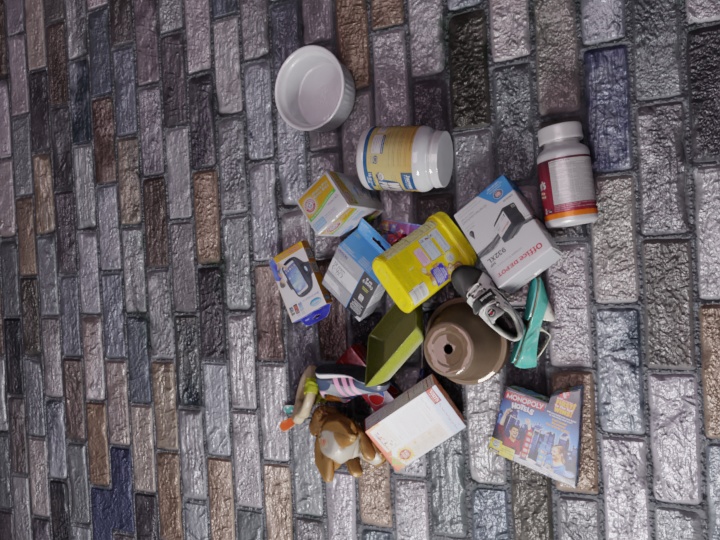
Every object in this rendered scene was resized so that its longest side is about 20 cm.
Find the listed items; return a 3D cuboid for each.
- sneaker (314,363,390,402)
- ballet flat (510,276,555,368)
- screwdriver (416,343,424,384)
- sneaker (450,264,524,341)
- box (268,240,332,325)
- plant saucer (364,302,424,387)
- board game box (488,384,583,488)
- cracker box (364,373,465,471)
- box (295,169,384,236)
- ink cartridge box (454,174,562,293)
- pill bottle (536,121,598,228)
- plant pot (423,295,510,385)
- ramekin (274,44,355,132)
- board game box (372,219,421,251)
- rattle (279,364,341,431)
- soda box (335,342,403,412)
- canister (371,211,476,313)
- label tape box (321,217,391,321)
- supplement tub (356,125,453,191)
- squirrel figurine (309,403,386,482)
[{"bbox_3d":[-0.015,0.275,1.496,0.196,0.070,0.084,5,112,30],"label":"sneaker"},{"bbox_3d":[0.384,0.117,1.372,0.069,0.067,0.205,13,98,0],"label":"ballet flat"},{"bbox_3d":[0.151,0.218,1.504,0.028,0.028,0.205,5,93,-5],"label":"screwdriver"},{"bbox_3d":[0.269,0.067,1.313,0.200,0.088,0.074,43,102,2],"label":"sneaker"},{"bbox_3d":[-0.154,0.039,1.641,0.118,0.041,0.204,-28,77,24],"label":"box"},{"bbox_3d":[0.086,0.154,1.455,0.047,0.201,0.201,30,117,-13],"label":"plant saucer"},{"bbox_3d":[0.401,0.328,1.363,0.196,0.061,0.205,19,99,25],"label":"board game box"},{"bbox_3d":[0.125,0.351,1.452,0.198,0.058,0.135,-35,106,10],"label":"cracker box"},{"bbox_3d":[-0.045,-0.154,1.492,0.112,0.199,0.102,-39,75,21],"label":"box"},{"bbox_3d":[0.316,-0.077,1.358,0.144,0.083,0.203,-38,62,21],"label":"ink cartridge box"},{"bbox_3d":[0.426,-0.196,1.308,0.107,0.109,0.205,-9,88,26],"label":"pill bottle"},{"bbox_3d":[0.218,0.159,1.387,0.196,0.174,0.206,0,91,26],"label":"plant pot"},{"bbox_3d":[-0.107,-0.444,1.571,0.196,0.097,0.206,1,93,27],"label":"ramekin"},{"bbox_3d":[0.100,-0.035,1.512,0.196,0.039,0.162,12,97,26],"label":"board game box"},{"bbox_3d":[-0.115,0.349,1.637,0.131,0.140,0.203,57,134,48],"label":"rattle"},{"bbox_3d":[0.032,0.275,1.539,0.200,0.070,0.064,48,111,17],"label":"soda box"},{"bbox_3d":[0.140,-0.018,1.402,0.198,0.087,0.150,-34,81,-22],"label":"canister"},{"bbox_3d":[0.000,0.000,1.510,0.143,0.066,0.202,44,135,19],"label":"label tape box"},{"bbox_3d":[0.102,-0.257,1.447,0.196,0.144,0.149,5,94,26],"label":"supplement tub"},{"bbox_3d":[-0.024,0.403,1.526,0.199,0.184,0.144,38,110,47],"label":"squirrel figurine"}]
